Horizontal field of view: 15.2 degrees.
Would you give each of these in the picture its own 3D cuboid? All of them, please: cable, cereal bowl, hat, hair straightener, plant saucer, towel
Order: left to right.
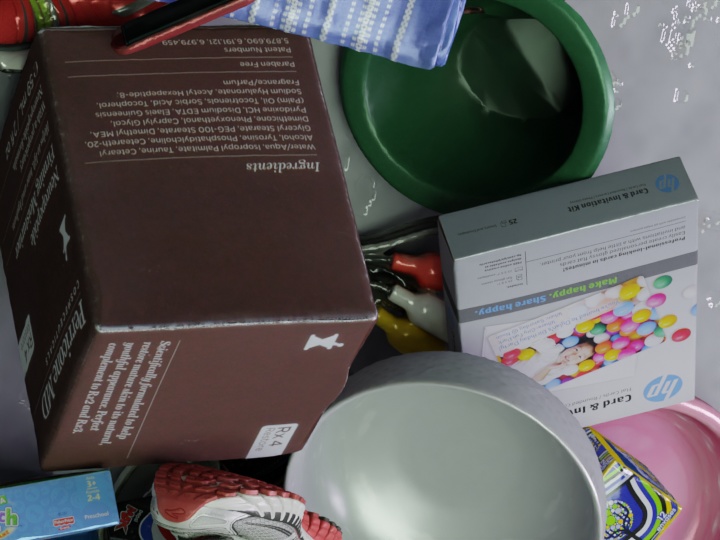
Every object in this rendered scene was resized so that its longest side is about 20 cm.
[{"bbox_3d":[-0.055,-0.186,1.463,0.199,0.041,0.077,-19,117,5],"label":"hair straightener"},{"bbox_3d":[-0.028,-0.195,1.492,0.199,0.024,0.145,13,117,-13],"label":"towel"},{"bbox_3d":[0.000,0.000,1.693,0.199,0.050,0.097,17,108,-26],"label":"cable"},{"bbox_3d":[0.057,0.131,1.668,0.199,0.083,0.201,7,120,11],"label":"cereal bowl"},{"bbox_3d":[0.108,-0.138,1.697,0.199,0.176,0.166,7,116,18],"label":"hat"},{"bbox_3d":[0.171,0.166,1.825,0.200,0.051,0.201,-7,112,-17],"label":"plant saucer"}]

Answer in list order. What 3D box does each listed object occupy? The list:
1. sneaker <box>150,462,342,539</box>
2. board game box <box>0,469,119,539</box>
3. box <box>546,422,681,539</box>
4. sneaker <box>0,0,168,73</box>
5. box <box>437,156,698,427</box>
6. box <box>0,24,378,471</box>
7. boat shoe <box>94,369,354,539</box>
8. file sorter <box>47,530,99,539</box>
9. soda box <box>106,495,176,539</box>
[{"bbox_3d":[-0.067,0.166,1.561,0.200,0.078,0.082,43,61,-61],"label":"sneaker"},{"bbox_3d":[-0.235,0.147,1.590,0.151,0.200,0.037,-9,87,-16],"label":"board game box"},{"bbox_3d":[0.116,0.203,1.751,0.064,0.070,0.200,34,97,-22],"label":"box"},{"bbox_3d":[-0.191,-0.158,1.560,0.199,0.077,0.085,-2,96,-26],"label":"sneaker"},{"bbox_3d":[0.132,0.026,1.683,0.155,0.041,0.200,-13,141,-6],"label":"box"},{"bbox_3d":[-0.106,-0.015,1.533,0.163,0.201,0.166,-2,149,-21],"label":"box"},{"bbox_3d":[-0.084,0.125,1.709,0.202,0.060,0.072,-41,120,0],"label":"boat shoe"},{"bbox_3d":[-0.213,0.265,1.638,0.138,0.200,0.123,-5,116,-12],"label":"file sorter"},{"bbox_3d":[-0.117,0.230,1.700,0.063,0.071,0.201,-10,134,-7],"label":"soda box"}]
